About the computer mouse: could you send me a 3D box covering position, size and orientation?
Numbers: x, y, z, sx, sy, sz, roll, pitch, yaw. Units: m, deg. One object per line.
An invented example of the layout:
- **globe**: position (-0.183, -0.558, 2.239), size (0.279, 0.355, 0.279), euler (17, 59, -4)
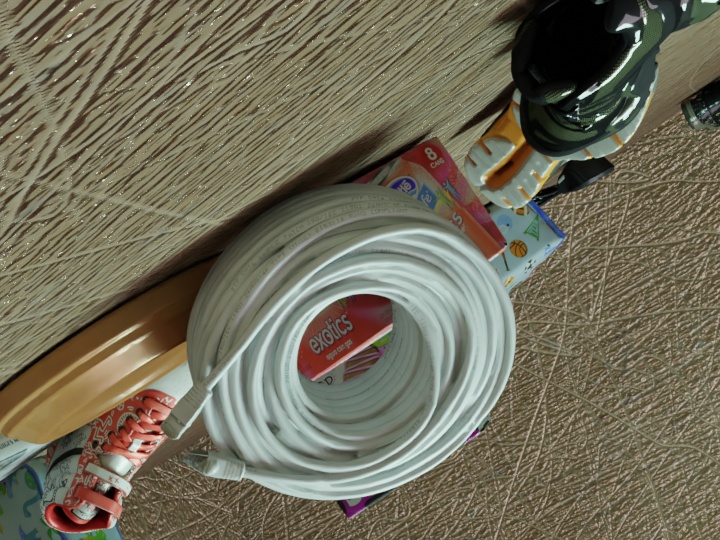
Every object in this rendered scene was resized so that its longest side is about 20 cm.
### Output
- **computer mouse**: position (0.309, -0.138, 2.329), size (0.140, 0.046, 0.200), euler (-28, -179, -1)

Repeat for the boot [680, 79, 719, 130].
- **boot**: position (0.683, -0.321, 2.769), size (0.153, 0.074, 0.203), euler (-30, 175, 32)

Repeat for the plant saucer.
- **plant saucer**: position (-0.151, 0.056, 0.989), size (0.199, 0.038, 0.200), euler (-32, 176, -2)

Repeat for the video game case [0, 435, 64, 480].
- **video game case**: position (-0.332, 0.178, 1.150), size (0.199, 0.023, 0.182), euler (-34, 177, 20)

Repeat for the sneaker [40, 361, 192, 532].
- **sneaker**: position (-0.179, 0.136, 1.188), size (0.201, 0.067, 0.108), euler (-33, -142, 34)

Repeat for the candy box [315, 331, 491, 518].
- **candy box**: position (-0.005, 0.079, 1.235), size (0.136, 0.201, 0.061), euler (-35, 176, 14)

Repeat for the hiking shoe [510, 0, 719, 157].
- **hiking shoe**: position (0.113, -0.118, 0.818), size (0.100, 0.076, 0.200), euler (-22, 163, -24)

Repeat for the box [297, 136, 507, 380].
- **box**: position (0.000, 0.000, 1.081), size (0.102, 0.095, 0.200), euler (-30, 176, -33)

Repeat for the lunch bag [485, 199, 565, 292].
- **lunch bag**: position (0.167, -0.010, 2.149), size (0.169, 0.124, 0.200), euler (-32, 168, -25)

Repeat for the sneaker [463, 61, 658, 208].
- **sneaker**: position (0.146, -0.116, 1.075), size (0.077, 0.078, 0.200), euler (-46, -173, -32)

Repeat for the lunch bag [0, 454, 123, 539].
- **lunch bag**: position (-0.295, 0.283, 1.432), size (0.160, 0.201, 0.082), euler (-37, 168, 31)

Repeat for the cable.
- **cable**: position (-0.007, 0.047, 0.927), size (0.201, 0.199, 0.069), euler (-60, -151, 11)
